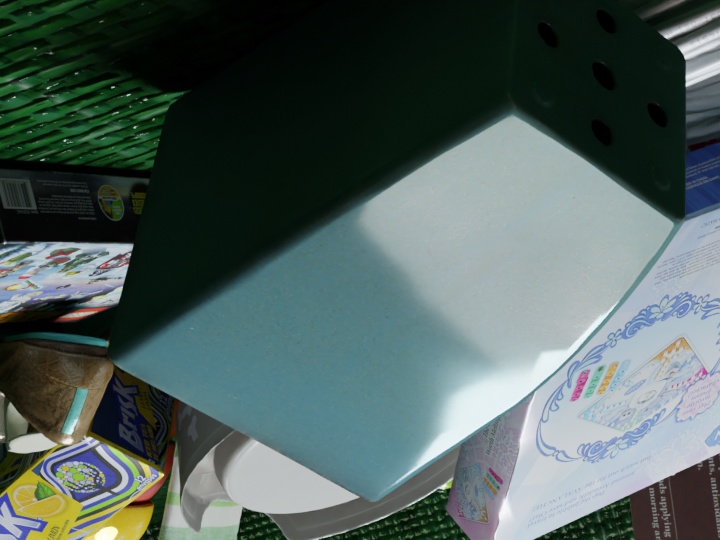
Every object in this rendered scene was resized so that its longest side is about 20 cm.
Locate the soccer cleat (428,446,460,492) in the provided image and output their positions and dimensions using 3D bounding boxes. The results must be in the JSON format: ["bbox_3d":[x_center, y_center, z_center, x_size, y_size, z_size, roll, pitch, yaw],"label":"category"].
[{"bbox_3d":[0.032,0.086,1.167,0.200,0.081,0.067,25,-167,34],"label":"soccer cleat"}]

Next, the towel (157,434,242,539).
[{"bbox_3d":[-0.096,0.097,1.164,0.023,0.200,0.153,8,174,12],"label":"towel"}]

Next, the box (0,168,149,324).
[{"bbox_3d":[-0.164,-0.008,0.904,0.137,0.040,0.200,-21,170,31],"label":"box"}]

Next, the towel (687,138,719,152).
[{"bbox_3d":[0.142,-0.049,0.915,0.200,0.145,0.022,-14,-157,-16],"label":"towel"}]

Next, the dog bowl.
[{"bbox_3d":[-0.018,0.089,1.052,0.200,0.059,0.200,-16,150,-9],"label":"dog bowl"}]

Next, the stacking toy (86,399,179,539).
[{"bbox_3d":[-0.178,0.143,1.186,0.146,0.200,0.146,3,177,0],"label":"stacking toy"}]

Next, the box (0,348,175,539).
[{"bbox_3d":[-0.194,0.129,1.079,0.064,0.070,0.200,30,130,-24],"label":"box"}]

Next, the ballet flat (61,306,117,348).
[{"bbox_3d":[-0.101,0.019,1.060,0.200,0.070,0.067,-24,158,36],"label":"ballet flat"}]

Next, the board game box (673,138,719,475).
[{"bbox_3d":[0.143,0.007,0.969,0.134,0.200,0.034,12,-165,-25],"label":"board game box"}]

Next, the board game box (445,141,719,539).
[{"bbox_3d":[0.146,0.030,0.877,0.200,0.043,0.199,-19,137,-30],"label":"board game box"}]

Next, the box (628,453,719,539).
[{"bbox_3d":[0.295,0.117,1.152,0.200,0.166,0.164,-7,179,43],"label":"box"}]

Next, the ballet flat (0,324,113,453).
[{"bbox_3d":[-0.193,0.066,1.013,0.068,0.072,0.200,10,178,-30],"label":"ballet flat"}]

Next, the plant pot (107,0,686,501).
[{"bbox_3d":[0.024,-0.030,0.702,0.141,0.141,0.200,31,136,-26],"label":"plant pot"}]

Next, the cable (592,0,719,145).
[{"bbox_3d":[0.161,-0.109,0.790,0.200,0.069,0.200,-12,169,-27],"label":"cable"}]
